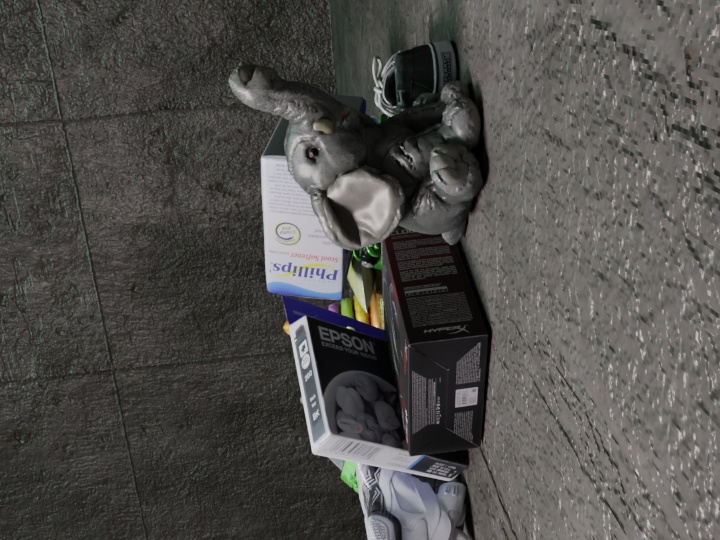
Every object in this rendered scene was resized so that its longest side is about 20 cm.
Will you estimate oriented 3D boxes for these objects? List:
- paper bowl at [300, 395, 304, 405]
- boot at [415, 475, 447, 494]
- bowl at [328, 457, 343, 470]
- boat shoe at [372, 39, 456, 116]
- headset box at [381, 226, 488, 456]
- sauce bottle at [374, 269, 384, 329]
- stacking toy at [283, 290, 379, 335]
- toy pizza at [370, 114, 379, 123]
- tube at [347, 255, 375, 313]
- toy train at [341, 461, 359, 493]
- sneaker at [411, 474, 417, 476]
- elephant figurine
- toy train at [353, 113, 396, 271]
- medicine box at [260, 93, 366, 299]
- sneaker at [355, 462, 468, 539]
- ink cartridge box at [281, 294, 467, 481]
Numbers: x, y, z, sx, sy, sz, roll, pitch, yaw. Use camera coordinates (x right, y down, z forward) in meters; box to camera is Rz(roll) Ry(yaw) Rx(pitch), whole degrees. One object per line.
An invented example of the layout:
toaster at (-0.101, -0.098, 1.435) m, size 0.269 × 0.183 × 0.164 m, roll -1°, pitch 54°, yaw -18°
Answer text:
paper bowl at (0.000, 0.183, 1.337) m, size 0.104 × 0.201 × 0.201 m, roll 44°, pitch 170°, yaw 7°
boot at (0.091, 0.368, 0.999) m, size 0.132 × 0.069 × 0.202 m, roll 77°, pitch -170°, yaw -64°
bowl at (0.034, 0.269, 1.221) m, size 0.108 × 0.199 × 0.201 m, roll -50°, pitch -18°, yaw -23°
boat shoe at (0.047, -0.187, 0.799) m, size 0.199 × 0.067 × 0.075 m, roll -113°, pitch 18°, yaw -79°
headset box at (0.067, 0.056, 0.788) m, size 0.201 × 0.076 × 0.150 m, roll -102°, pitch 7°, yaw -51°
sauce bottle at (0.056, 0.060, 1.082) m, size 0.065 × 0.064 × 0.203 m, roll 142°, pitch 122°, yaw -86°
stacking toy at (-0.016, 0.078, 1.167) m, size 0.116 × 0.197 × 0.111 m, roll 104°, pitch 160°, yaw -77°
toy pizza at (0.040, -0.139, 1.217) m, size 0.200 × 0.031 × 0.203 m, roll 170°, pitch 90°, yaw -81°
tube at (0.000, 0.000, 1.119) m, size 0.058 × 0.052 × 0.200 m, roll 40°, pitch -173°, yaw -8°
toy train at (0.016, 0.208, 1.068) m, size 0.056 × 0.041 × 0.203 m, roll 29°, pitch 112°, yaw 44°
sneaker at (0.052, 0.215, 1.007) m, size 0.084 × 0.076 × 0.202 m, roll 39°, pitch 132°, yaw 29°
elephant figurine at (-0.002, -0.093, 0.679) m, size 0.142 × 0.197 × 0.157 m, roll -177°, pitch 81°, yaw -86°
toy train at (0.037, -0.094, 0.891) m, size 0.042 × 0.056 × 0.203 m, roll -17°, pitch 57°, yaw 57°
medicine box at (-0.056, -0.098, 1.015) m, size 0.183 × 0.101 × 0.202 m, roll -77°, pitch -9°, yaw -53°
sneaker at (0.057, 0.258, 0.908) m, size 0.201 × 0.113 × 0.076 m, roll -105°, pitch 10°, yaw -51°
ink cartridge box at (0.015, 0.118, 0.857) m, size 0.043 × 0.197 × 0.201 m, roll -44°, pitch 43°, yaw 29°
